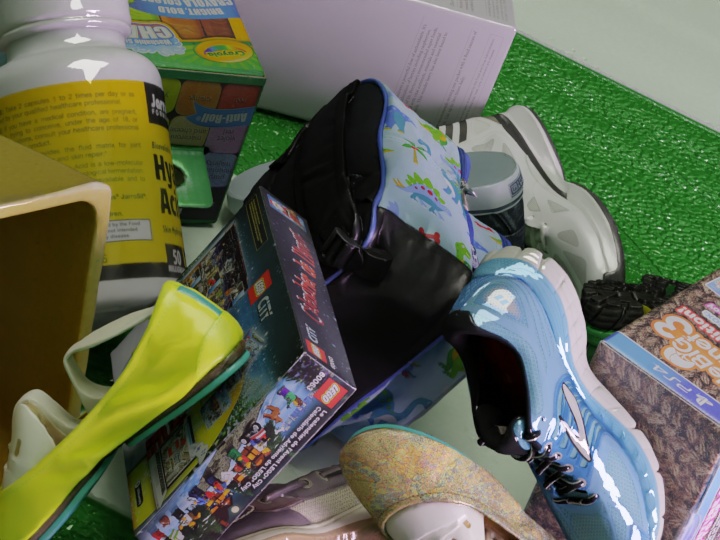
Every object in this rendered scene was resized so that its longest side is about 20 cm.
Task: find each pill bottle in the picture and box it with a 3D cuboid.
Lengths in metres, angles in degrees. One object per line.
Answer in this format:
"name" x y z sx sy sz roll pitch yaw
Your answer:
"pill bottle" -0.167 -0.068 1.607 0.111 0.111 0.201 -3 80 -33

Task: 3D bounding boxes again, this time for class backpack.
"backpack" 0.000 0.000 1.639 0.147 0.183 0.200 35 31 -23

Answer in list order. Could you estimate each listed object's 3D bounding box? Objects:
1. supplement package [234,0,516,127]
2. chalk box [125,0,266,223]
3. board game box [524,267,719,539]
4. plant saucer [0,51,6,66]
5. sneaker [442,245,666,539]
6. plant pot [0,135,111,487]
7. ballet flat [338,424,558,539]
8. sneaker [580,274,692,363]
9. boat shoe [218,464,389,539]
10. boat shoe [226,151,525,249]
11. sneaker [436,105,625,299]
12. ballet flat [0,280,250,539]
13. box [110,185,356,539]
"supplement package" -0.004 -0.180 1.931 0.199 0.122 0.120 14 35 -13
"chalk box" -0.145 -0.114 1.757 0.124 0.124 0.200 3 38 -25
"board game box" 0.205 0.097 1.631 0.097 0.160 0.200 36 36 22
"plant saucer" -0.305 -0.184 1.713 0.199 0.036 0.201 4 65 -9
"sneaker" 0.098 0.092 1.515 0.090 0.078 0.201 -37 104 -45
"plant pot" -0.279 0.013 1.456 0.195 0.195 0.200 -13 35 -41
"ballet flat" 0.062 0.153 1.501 0.200 0.071 0.071 40 18 -40
"sneaker" 0.195 0.051 1.776 0.078 0.086 0.200 21 14 34
"boat shoe" -0.047 0.151 1.498 0.065 0.072 0.200 36 33 31
"boat shoe" 0.012 -0.023 1.778 0.199 0.091 0.071 0 30 15
"sneaker" 0.096 -0.031 1.846 0.115 0.076 0.201 -11 43 -20
"ballet flat" -0.142 0.077 1.425 0.067 0.200 0.067 45 23 -6
"box" -0.073 0.054 1.467 0.038 0.137 0.200 37 16 -24
